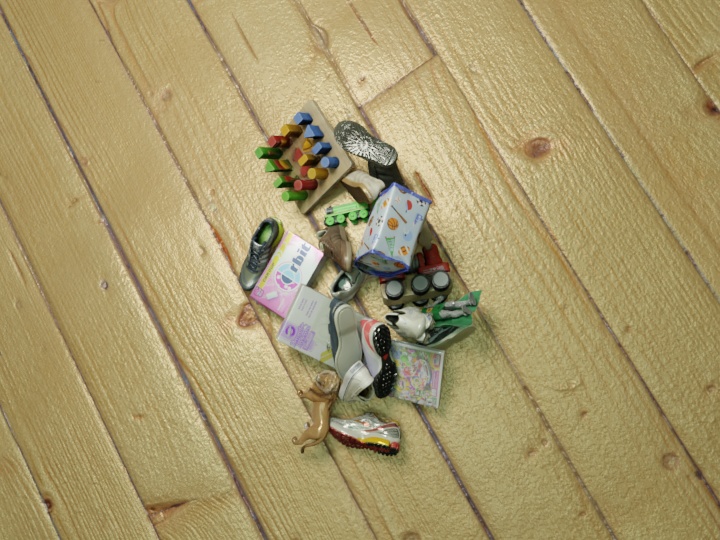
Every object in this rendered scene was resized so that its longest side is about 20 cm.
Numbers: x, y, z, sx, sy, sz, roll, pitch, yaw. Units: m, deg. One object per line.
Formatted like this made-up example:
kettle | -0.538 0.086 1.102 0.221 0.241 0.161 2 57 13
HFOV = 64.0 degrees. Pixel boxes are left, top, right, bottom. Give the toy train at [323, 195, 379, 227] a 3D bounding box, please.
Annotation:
toy train | -0.002 -0.153 1.460 0.195 0.042 0.058 -11 74 7

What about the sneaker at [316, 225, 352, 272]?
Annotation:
sneaker | -0.063 -0.047 1.387 0.074 0.201 0.072 -5 115 -7

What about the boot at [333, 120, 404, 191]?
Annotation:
boot | 0.026 -0.266 1.384 0.180 0.200 0.073 36 91 10

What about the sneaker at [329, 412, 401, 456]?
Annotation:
sneaker | 0.007 0.387 1.402 0.195 0.079 0.083 9 53 16

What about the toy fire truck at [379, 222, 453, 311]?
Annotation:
toy fire truck | 0.124 -0.027 1.403 0.172 0.129 0.204 -10 65 2

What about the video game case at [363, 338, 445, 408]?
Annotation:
video game case | 0.100 0.240 1.379 0.195 0.018 0.147 10 109 19

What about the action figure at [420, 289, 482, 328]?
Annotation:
action figure | 0.186 0.099 1.357 0.055 0.198 0.119 51 51 -16

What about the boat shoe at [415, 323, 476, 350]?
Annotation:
boat shoe | 0.180 0.159 1.394 0.197 0.074 0.067 -34 56 18

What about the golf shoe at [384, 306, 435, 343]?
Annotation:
golf shoe | 0.096 0.111 1.331 0.095 0.200 0.080 20 83 -14

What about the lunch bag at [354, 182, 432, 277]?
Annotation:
lunch bag | 0.065 -0.081 1.314 0.122 0.200 0.173 25 75 -14

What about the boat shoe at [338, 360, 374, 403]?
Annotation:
boat shoe | -0.001 0.278 1.344 0.071 0.201 0.070 -38 71 -26

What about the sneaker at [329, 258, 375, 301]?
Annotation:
sneaker | 0.000 0.000 1.419 0.076 0.092 0.201 42 91 8

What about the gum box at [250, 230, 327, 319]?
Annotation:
gum box | -0.181 0.018 1.454 0.112 0.066 0.203 30 90 8

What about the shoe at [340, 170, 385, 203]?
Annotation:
shoe | 0.005 -0.203 1.394 0.053 0.200 0.070 -39 114 -6

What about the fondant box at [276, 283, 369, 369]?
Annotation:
fondant box | -0.088 0.142 1.403 0.197 0.058 0.147 27 89 -11

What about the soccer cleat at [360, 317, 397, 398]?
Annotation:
soccer cleat | 0.039 0.205 1.356 0.067 0.073 0.204 -22 118 -29

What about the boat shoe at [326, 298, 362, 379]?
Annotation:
boat shoe | -0.044 0.161 1.348 0.074 0.062 0.204 -21 121 -23

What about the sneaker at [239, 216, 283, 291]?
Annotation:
sneaker | -0.262 -0.046 1.463 0.072 0.081 0.204 19 88 9

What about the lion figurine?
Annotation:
lion figurine | -0.099 0.342 1.387 0.120 0.072 0.206 -4 82 39

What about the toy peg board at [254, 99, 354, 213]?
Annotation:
toy peg board | -0.151 -0.277 1.419 0.198 0.097 0.202 -39 79 31
